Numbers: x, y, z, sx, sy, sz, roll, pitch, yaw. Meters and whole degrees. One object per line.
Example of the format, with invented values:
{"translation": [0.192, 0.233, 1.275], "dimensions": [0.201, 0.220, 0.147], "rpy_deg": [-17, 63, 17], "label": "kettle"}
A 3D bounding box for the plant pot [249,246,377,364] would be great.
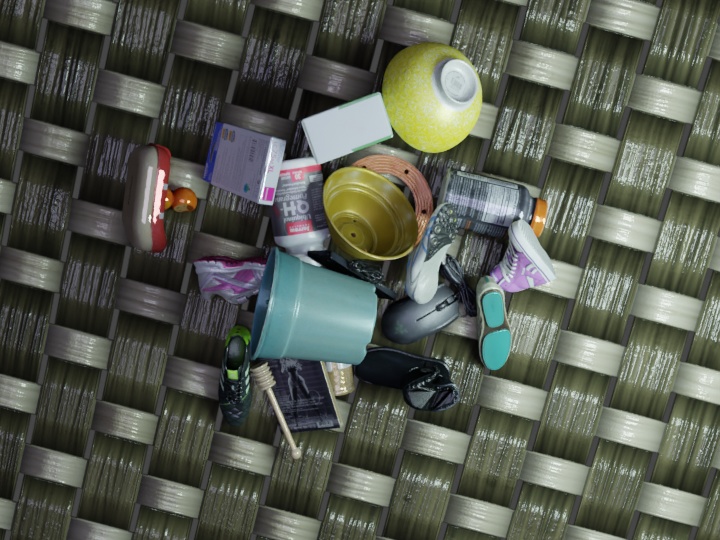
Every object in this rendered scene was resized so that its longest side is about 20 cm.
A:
{"translation": [-0.082, 0.076, 1.522], "dimensions": [0.193, 0.200, 0.203], "rpy_deg": [12, 98, -12], "label": "plant pot"}

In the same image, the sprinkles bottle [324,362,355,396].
{"translation": [-0.053, 0.136, 1.654], "dimensions": [0.067, 0.068, 0.203], "rpy_deg": [-5, 98, 2], "label": "sprinkles bottle"}

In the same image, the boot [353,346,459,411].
{"translation": [0.083, 0.203, 1.610], "dimensions": [0.197, 0.168, 0.078], "rpy_deg": [7, 98, 1], "label": "boot"}

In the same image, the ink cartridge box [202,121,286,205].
{"translation": [-0.217, -0.201, 1.580], "dimensions": [0.042, 0.199, 0.121], "rpy_deg": [5, 102, -44], "label": "ink cartridge box"}

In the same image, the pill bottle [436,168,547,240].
{"translation": [0.245, -0.118, 1.596], "dimensions": [0.197, 0.106, 0.108], "rpy_deg": [13, 98, -1], "label": "pill bottle"}

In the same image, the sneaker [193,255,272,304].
{"translation": [-0.221, 0.021, 1.640], "dimensions": [0.197, 0.081, 0.090], "rpy_deg": [2, 99, 9], "label": "sneaker"}

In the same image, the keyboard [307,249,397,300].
{"translation": [0.000, 0.000, 1.580], "dimensions": [0.199, 0.103, 0.040], "rpy_deg": [32, 73, -42], "label": "keyboard"}

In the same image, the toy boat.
{"translation": [-0.371, -0.133, 1.610], "dimensions": [0.129, 0.130, 0.203], "rpy_deg": [5, 99, -29], "label": "toy boat"}

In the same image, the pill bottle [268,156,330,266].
{"translation": [-0.114, -0.107, 1.600], "dimensions": [0.109, 0.111, 0.203], "rpy_deg": [-9, 97, 2], "label": "pill bottle"}

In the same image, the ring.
{"translation": [0.041, -0.120, 1.643], "dimensions": [0.197, 0.019, 0.204], "rpy_deg": [0, 97, 1], "label": "ring"}

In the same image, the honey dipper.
{"translation": [-0.162, 0.277, 1.668], "dimensions": [0.037, 0.038, 0.203], "rpy_deg": [-20, 97, 4], "label": "honey dipper"}

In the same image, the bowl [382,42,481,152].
{"translation": [0.148, -0.320, 1.526], "dimensions": [0.197, 0.107, 0.204], "rpy_deg": [3, 83, -28], "label": "bowl"}

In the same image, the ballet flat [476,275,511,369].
{"translation": [0.254, 0.098, 1.642], "dimensions": [0.066, 0.063, 0.202], "rpy_deg": [-8, 124, -3], "label": "ballet flat"}

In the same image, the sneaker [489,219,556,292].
{"translation": [0.284, -0.014, 1.578], "dimensions": [0.113, 0.201, 0.073], "rpy_deg": [-21, 54, 17], "label": "sneaker"}

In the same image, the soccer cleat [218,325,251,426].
{"translation": [-0.245, 0.209, 1.659], "dimensions": [0.066, 0.081, 0.203], "rpy_deg": [4, 98, 0], "label": "soccer cleat"}

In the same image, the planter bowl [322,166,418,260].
{"translation": [0.003, -0.085, 1.575], "dimensions": [0.199, 0.201, 0.084], "rpy_deg": [37, 136, -4], "label": "planter bowl"}

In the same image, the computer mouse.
{"translation": [0.128, 0.073, 1.650], "dimensions": [0.199, 0.053, 0.140], "rpy_deg": [-32, 97, 5], "label": "computer mouse"}

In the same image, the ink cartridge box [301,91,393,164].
{"translation": [-0.022, -0.257, 1.535], "dimensions": [0.145, 0.200, 0.084], "rpy_deg": [-20, 100, 4], "label": "ink cartridge box"}

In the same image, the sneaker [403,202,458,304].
{"translation": [0.123, -0.036, 1.571], "dimensions": [0.071, 0.072, 0.202], "rpy_deg": [-5, 123, -38], "label": "sneaker"}

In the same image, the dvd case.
{"translation": [-0.123, 0.215, 1.659], "dimensions": [0.147, 0.016, 0.203], "rpy_deg": [-12, 99, 32], "label": "dvd case"}
